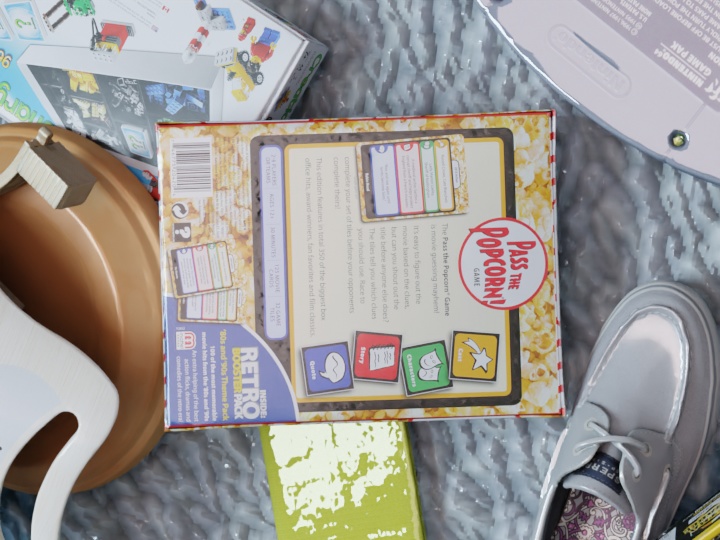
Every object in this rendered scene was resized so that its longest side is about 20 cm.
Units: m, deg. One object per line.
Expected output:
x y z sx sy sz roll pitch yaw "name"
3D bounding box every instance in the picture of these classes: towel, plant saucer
-0.017 0.062 1.052 0.085 0.018 0.202 -11 87 23 "towel"
-0.181 0.023 1.069 0.198 0.037 0.202 5 100 27 "plant saucer"

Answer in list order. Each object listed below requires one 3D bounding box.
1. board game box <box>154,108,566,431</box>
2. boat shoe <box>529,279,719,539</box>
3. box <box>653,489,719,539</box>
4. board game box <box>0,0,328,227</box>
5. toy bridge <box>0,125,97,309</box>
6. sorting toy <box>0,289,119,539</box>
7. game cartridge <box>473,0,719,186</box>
0.000 0.000 1.001 0.198 0.046 0.153 -1 90 0 "board game box"
0.120 0.102 0.979 0.072 0.068 0.202 25 97 16 "boat shoe"
0.234 0.175 0.923 0.159 0.049 0.200 -39 96 14 "box"
-0.129 -0.116 1.072 0.199 0.035 0.127 35 100 19 "board game box"
-0.206 0.005 1.042 0.067 0.027 0.201 42 116 17 "toy bridge"
-0.216 0.079 1.005 0.179 0.107 0.202 21 110 4 "sorting toy"
0.143 -0.137 0.993 0.200 0.041 0.133 41 98 14 "game cartridge"
